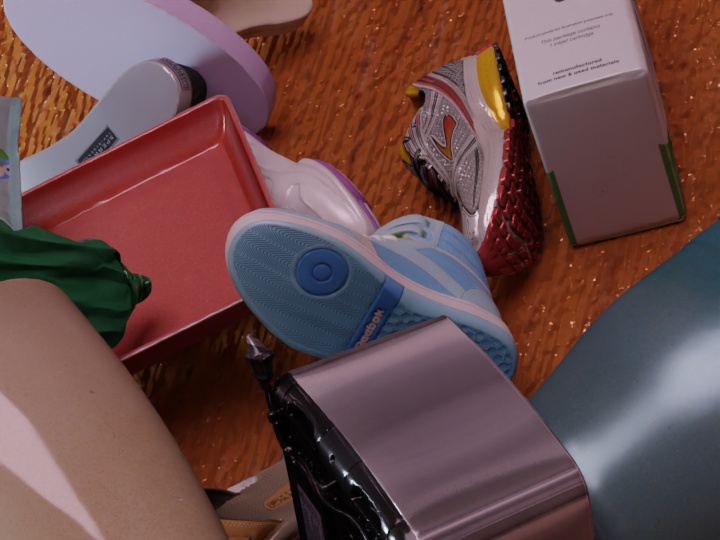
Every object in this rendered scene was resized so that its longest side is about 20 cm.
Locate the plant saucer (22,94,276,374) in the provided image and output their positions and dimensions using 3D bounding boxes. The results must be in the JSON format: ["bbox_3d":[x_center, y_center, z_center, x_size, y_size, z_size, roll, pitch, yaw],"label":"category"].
[{"bbox_3d":[-0.145,-0.005,1.773,0.200,0.037,0.200,-27,42,2],"label":"plant saucer"}]

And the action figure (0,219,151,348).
[{"bbox_3d":[-0.197,0.017,1.642,0.055,0.200,0.118,-5,88,40],"label":"action figure"}]

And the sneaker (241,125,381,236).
[{"bbox_3d":[-0.064,-0.033,1.842,0.200,0.075,0.100,24,69,43],"label":"sneaker"}]

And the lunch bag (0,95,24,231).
[{"bbox_3d":[-0.295,-0.015,1.715,0.170,0.122,0.200,6,49,-13],"label":"lunch bag"}]

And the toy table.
[{"bbox_3d":[-0.137,-0.190,1.929,0.184,0.200,0.117,-34,28,50],"label":"toy table"}]

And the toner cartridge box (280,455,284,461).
[{"bbox_3d":[0.050,0.131,1.673,0.200,0.043,0.095,8,53,25],"label":"toner cartridge box"}]

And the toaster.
[{"bbox_3d":[0.037,0.139,1.506,0.118,0.200,0.181,-23,39,-17],"label":"toaster"}]

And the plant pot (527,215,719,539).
[{"bbox_3d":[0.186,0.094,1.547,0.188,0.200,0.200,-31,48,-10],"label":"plant pot"}]

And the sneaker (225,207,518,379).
[{"bbox_3d":[0.000,0.000,1.689,0.080,0.200,0.131,-50,24,22],"label":"sneaker"}]

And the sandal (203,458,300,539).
[{"bbox_3d":[-0.081,0.152,1.617,0.200,0.054,0.080,-36,41,-23],"label":"sandal"}]

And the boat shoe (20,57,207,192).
[{"bbox_3d":[-0.182,-0.071,1.892,0.200,0.057,0.069,-40,77,21],"label":"boat shoe"}]

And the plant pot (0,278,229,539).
[{"bbox_3d":[-0.164,0.138,1.530,0.187,0.187,0.200,-42,63,-17],"label":"plant pot"}]

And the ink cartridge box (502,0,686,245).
[{"bbox_3d":[0.147,-0.141,1.802,0.083,0.147,0.200,-15,47,8],"label":"ink cartridge box"}]

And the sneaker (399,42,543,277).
[{"bbox_3d":[0.071,-0.064,1.818,0.082,0.078,0.200,-18,39,11],"label":"sneaker"}]
